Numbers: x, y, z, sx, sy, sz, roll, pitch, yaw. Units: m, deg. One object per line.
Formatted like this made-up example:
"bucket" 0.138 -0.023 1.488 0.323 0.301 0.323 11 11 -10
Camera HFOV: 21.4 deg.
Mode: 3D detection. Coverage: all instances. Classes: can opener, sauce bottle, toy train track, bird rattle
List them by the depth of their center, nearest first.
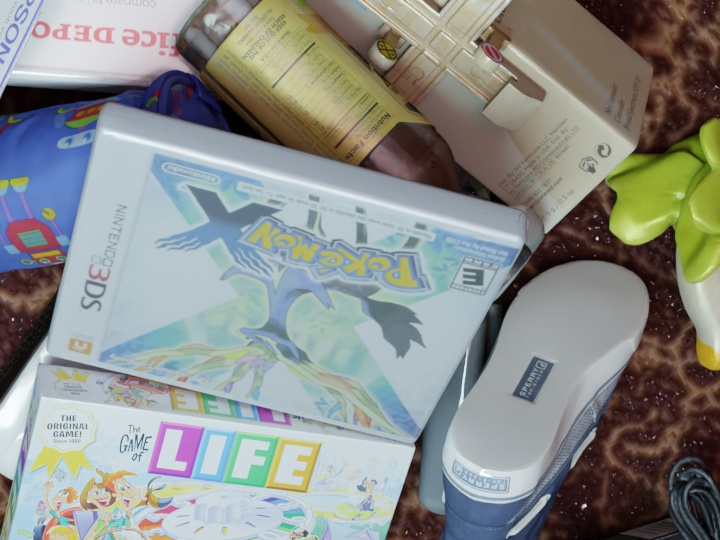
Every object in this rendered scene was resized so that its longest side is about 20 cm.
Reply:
"sauce bottle" -0.001 -0.062 0.934 0.200 0.065 0.065 45 86 -1
"toy train track" 0.006 -0.134 0.937 0.199 0.033 0.115 37 124 -9
"can opener" 0.043 0.031 1.059 0.066 0.053 0.203 6 94 23
"bird rattle" 0.240 -0.030 1.075 0.198 0.112 0.165 -15 108 -21

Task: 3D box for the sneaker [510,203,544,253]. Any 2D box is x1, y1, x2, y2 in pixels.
"sneaker" 0.000 0.000 1.006 0.199 0.070 0.081 -23 82 16

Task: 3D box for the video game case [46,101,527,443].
"video game case" -0.042 0.008 0.913 0.198 0.183 0.022 14 52 -8

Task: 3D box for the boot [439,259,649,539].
"boot" 0.094 0.079 1.033 0.072 0.200 0.091 24 132 20

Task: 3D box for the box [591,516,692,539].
"box" 0.142 0.249 1.052 0.142 0.036 0.203 -8 97 -44

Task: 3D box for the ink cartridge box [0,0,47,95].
"ink cartridge box" -0.220 -0.085 0.919 0.043 0.200 0.199 20 103 -45

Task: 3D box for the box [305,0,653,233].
"box" 0.053 -0.124 1.007 0.199 0.095 0.078 37 126 -12

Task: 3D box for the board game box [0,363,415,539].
"board game box" -0.084 0.127 1.006 0.198 0.034 0.136 9 116 -16

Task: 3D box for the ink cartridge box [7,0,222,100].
"ink cartridge box" -0.124 -0.193 0.992 0.144 0.085 0.203 3 95 -9

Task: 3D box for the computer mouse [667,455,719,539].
"computer mouse" 0.278 0.138 1.081 0.199 0.046 0.142 -25 99 -19

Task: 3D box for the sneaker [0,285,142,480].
"sneaker" -0.123 0.032 1.018 0.084 0.073 0.201 34 97 -16

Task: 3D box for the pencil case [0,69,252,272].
"pencil case" -0.154 -0.048 0.957 0.198 0.078 0.088 -10 53 25
